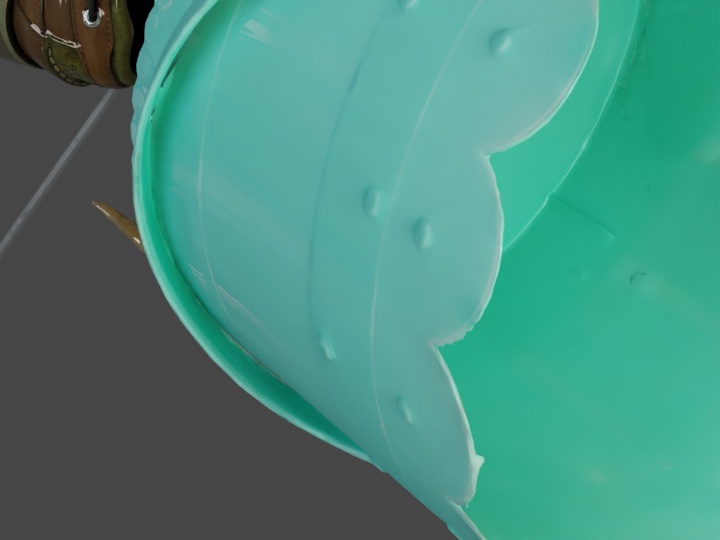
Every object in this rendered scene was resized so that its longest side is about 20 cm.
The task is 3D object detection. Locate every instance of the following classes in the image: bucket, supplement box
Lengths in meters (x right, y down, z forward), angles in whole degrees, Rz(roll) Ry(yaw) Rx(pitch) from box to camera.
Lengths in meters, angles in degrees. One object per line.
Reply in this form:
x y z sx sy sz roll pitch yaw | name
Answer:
0.052 -0.032 0.674 0.135 0.207 0.207 31 99 41 | bucket
0.096 0.059 0.807 0.086 0.110 0.200 -9 75 34 | supplement box

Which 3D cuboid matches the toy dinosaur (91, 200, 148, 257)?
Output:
0.000 0.000 0.939 0.200 0.060 0.106 -20 44 26 | toy dinosaur

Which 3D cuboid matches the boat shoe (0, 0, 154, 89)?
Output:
-0.077 -0.164 1.020 0.068 0.072 0.200 18 100 34 | boat shoe
